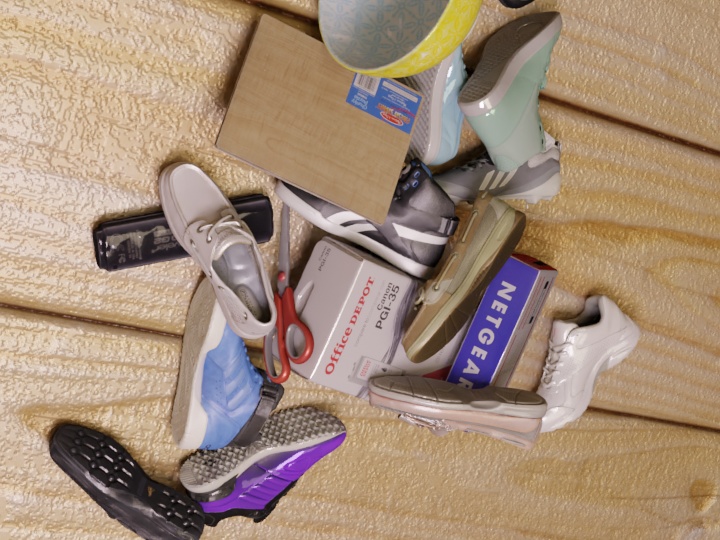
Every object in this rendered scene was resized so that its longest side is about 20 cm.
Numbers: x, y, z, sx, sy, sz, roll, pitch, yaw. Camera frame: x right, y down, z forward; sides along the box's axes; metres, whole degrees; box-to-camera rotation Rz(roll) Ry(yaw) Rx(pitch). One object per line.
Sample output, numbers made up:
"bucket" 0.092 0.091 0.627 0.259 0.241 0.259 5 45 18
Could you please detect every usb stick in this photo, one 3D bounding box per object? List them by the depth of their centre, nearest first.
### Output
"usb stick" -0.183 -0.040 1.411 0.197 0.033 0.056 -12 113 -24

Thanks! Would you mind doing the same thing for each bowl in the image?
"bowl" 0.061 -0.283 1.375 0.107 0.199 0.203 18 98 -44

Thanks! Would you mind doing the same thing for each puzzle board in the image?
"puzzle board" -0.040 -0.155 1.387 0.198 0.017 0.153 24 74 -20

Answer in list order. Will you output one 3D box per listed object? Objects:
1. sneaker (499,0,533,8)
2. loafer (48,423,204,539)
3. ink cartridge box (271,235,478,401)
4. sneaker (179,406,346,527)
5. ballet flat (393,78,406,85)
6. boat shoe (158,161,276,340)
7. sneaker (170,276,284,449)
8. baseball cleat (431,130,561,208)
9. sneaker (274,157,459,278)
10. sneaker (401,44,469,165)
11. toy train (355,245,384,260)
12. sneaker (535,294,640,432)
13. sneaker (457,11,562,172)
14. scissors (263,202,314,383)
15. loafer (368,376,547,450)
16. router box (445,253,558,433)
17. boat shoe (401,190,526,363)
"sneaker" 0.235 -0.367 1.486 0.200 0.090 0.070 -44 120 -9
"loafer" -0.259 0.241 1.443 0.200 0.069 0.070 40 127 -20
"ink cartridge box" 0.018 0.067 1.477 0.199 0.082 0.148 22 95 -42
"sneaker" -0.106 0.231 1.526 0.198 0.070 0.101 -20 121 -16
"ballet flat" -0.043 -0.184 1.430 0.197 0.068 0.047 -12 151 -25
"boat shoe" -0.138 -0.027 1.366 0.070 0.069 0.202 -31 91 -21
"sneaker" -0.134 0.100 1.457 0.110 0.077 0.203 5 104 -28
"baseball cleat" 0.150 -0.125 1.544 0.198 0.069 0.108 -4 102 -36
"sneaker" 0.014 -0.085 1.450 0.198 0.073 0.113 27 103 -11
"sneaker" 0.089 -0.216 1.483 0.081 0.073 0.203 -6 111 -48
"toy train" 0.000 0.000 1.518 0.045 0.034 0.203 7 103 -27
"sneaker" 0.258 0.111 1.673 0.099 0.078 0.201 47 74 -24
"sneaker" 0.183 -0.199 1.503 0.201 0.073 0.119 -53 128 -34
"scissors" -0.088 0.021 1.442 0.014 0.073 0.203 13 56 -42
"loafer" 0.103 0.157 1.437 0.197 0.072 0.064 7 105 -8
"router box" 0.160 0.080 1.554 0.048 0.179 0.202 25 95 14
"boat shoe" 0.100 0.008 1.434 0.202 0.063 0.073 -55 161 -7
